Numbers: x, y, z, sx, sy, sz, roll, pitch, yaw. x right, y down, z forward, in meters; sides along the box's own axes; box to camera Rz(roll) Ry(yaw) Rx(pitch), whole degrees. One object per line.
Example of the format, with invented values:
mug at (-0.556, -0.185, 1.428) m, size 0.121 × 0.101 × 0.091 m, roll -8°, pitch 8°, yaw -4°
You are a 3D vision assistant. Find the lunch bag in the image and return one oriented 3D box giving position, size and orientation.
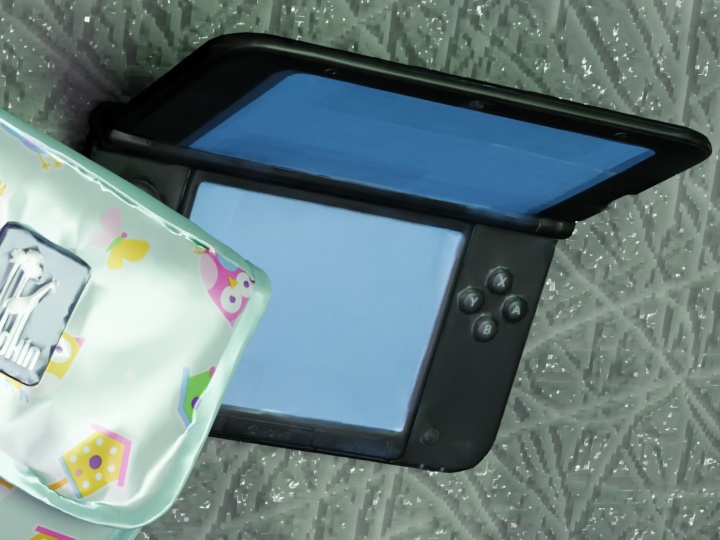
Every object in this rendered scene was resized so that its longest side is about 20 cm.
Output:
lunch bag at (-0.147, 0.037, 0.956) m, size 0.170 × 0.122 × 0.200 m, roll 31°, pitch 111°, yaw -21°

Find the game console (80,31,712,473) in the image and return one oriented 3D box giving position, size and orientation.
game console at (0.000, 0.000, 1.031) m, size 0.199 × 0.116 × 0.177 m, roll 11°, pitch 104°, yaw -24°
